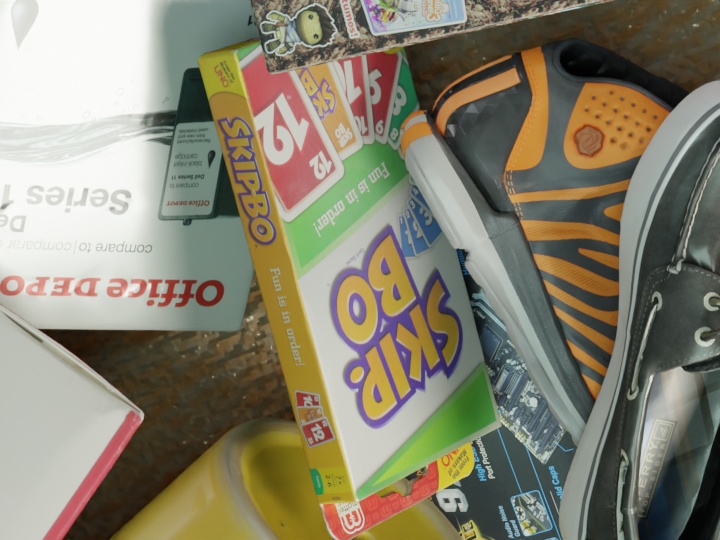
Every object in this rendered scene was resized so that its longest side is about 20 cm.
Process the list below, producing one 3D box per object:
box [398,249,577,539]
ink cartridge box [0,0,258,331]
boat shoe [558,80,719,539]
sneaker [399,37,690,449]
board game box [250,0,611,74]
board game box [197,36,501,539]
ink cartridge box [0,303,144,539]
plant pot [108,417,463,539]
[{"bbox_3d":[0.082,0.037,1.085,0.159,0.046,0.200,-18,103,15],"label":"box"},{"bbox_3d":[-0.106,-0.079,1.030,0.147,0.083,0.200,1,112,-31],"label":"ink cartridge box"},{"bbox_3d":[0.127,0.031,0.951,0.070,0.066,0.200,13,101,-27],"label":"boat shoe"},{"bbox_3d":[0.110,-0.001,1.005,0.112,0.078,0.200,-30,104,10],"label":"sneaker"},{"bbox_3d":[0.074,-0.149,0.942,0.200,0.159,0.097,-10,99,29],"label":"board game box"},{"bbox_3d":[0.000,0.000,1.014,0.030,0.096,0.200,-4,103,43],"label":"board game box"},{"bbox_3d":[-0.179,0.116,1.018,0.086,0.148,0.200,34,153,-4],"label":"ink cartridge box"},{"bbox_3d":[-0.051,0.173,1.062,0.201,0.201,0.189,36,112,-2],"label":"plant pot"}]
